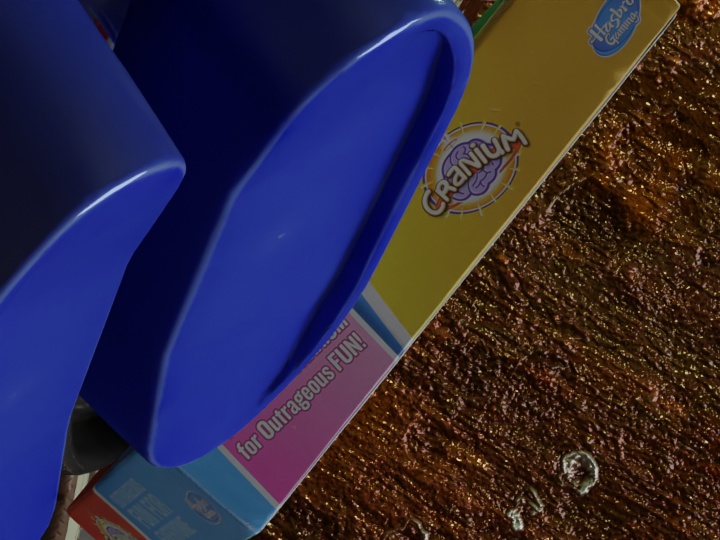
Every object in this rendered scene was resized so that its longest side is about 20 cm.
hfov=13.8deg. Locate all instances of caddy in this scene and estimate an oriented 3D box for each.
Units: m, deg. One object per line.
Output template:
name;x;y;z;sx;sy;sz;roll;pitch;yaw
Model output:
caddy;-0.067;-0.025;0.575;0.141;0.105;0.200;-32;163;-32

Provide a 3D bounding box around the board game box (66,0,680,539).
board game box;0.000;0.000;0.887;0.200;0.040;0.153;-51;-177;-19

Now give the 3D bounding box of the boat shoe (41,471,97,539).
boat shoe;-0.134;0.106;1.085;0.203;0.075;0.075;-62;-177;33

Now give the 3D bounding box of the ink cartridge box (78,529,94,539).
ink cartridge box;-0.134;0.111;1.195;0.200;0.067;0.116;-59;178;10

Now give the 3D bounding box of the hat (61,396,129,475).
hat;-0.085;0.007;0.801;0.201;0.081;0.201;-61;178;-3
